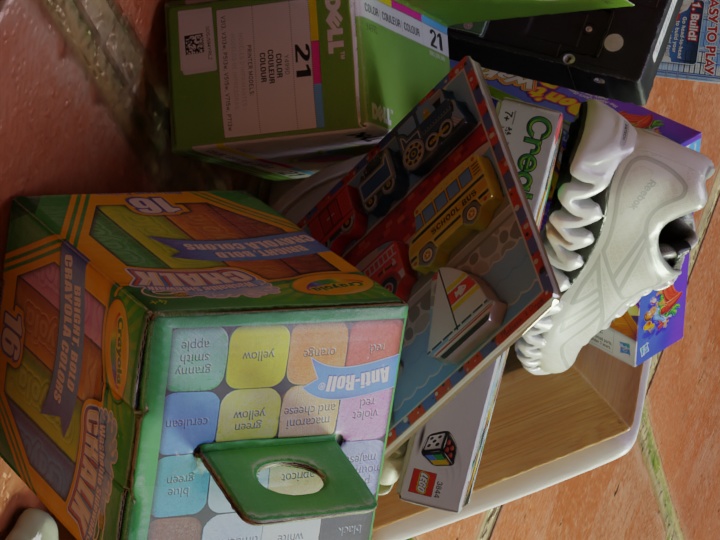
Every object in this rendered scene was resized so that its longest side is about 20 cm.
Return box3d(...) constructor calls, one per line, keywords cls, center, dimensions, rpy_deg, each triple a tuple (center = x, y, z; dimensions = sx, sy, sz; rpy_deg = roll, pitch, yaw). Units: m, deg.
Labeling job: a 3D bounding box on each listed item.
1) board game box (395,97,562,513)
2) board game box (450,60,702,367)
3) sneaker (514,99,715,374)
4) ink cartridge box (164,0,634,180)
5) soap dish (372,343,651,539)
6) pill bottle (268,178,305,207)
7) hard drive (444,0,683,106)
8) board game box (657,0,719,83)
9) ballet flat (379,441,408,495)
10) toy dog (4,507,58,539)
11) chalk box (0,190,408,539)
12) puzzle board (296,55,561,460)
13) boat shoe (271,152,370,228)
box3d(cls="board game box", center=(0.061, 0.020, 1.248), dimensions=(0.126, 0.035, 0.200), rpy_deg=(29, 75, -85))
box3d(cls="board game box", center=(0.098, -0.048, 1.418), dimensions=(0.045, 0.200, 0.135), rpy_deg=(-28, 132, -37))
box3d(cls="sneaker", center=(0.131, -0.004, 1.314), dimensions=(0.200, 0.081, 0.075), rpy_deg=(103, 1, -55))
box3d(cls="ink cartridge box", center=(0.023, -0.097, 1.220), dimensions=(0.148, 0.200, 0.076), rpy_deg=(10, 76, -70))
box3d(cls="soap dish", center=(0.076, 0.071, 1.498), dimensions=(0.081, 0.200, 0.157), rpy_deg=(55, 27, -21))
box3d(cls="pill bottle", center=(0.000, 0.000, 1.374), dimensions=(0.112, 0.112, 0.200), rpy_deg=(-32, 134, -62))
box3d(cls="hard drive", center=(0.078, -0.175, 1.327), dimensions=(0.038, 0.200, 0.140), rpy_deg=(61, 47, -66))
box3d(cls="board game box", center=(0.159, -0.164, 1.525), dimensions=(0.200, 0.200, 0.062), rpy_deg=(-38, 136, -66))
box3d(cls="ballet flat", center=(-0.018, 0.089, 1.265), dimensions=(0.200, 0.067, 0.068), rpy_deg=(-10, 128, -43))
box3d(cls="toy dog", center=(-0.105, 0.219, 1.122), dimensions=(0.140, 0.200, 0.194), rpy_deg=(-4, 107, -69))
box3d(cls="chalk box", center=(-0.065, 0.053, 1.067), dimensions=(0.124, 0.200, 0.124), rpy_deg=(-1, 109, -31))
box3d(cls="puzzle board", center=(0.002, 0.016, 1.144), dimensions=(0.017, 0.151, 0.200), rpy_deg=(23, 126, -36))
box3d(cls="boat shoe", center=(-0.022, -0.004, 1.253), dimensions=(0.200, 0.074, 0.060), rpy_deg=(-40, -177, 26))
